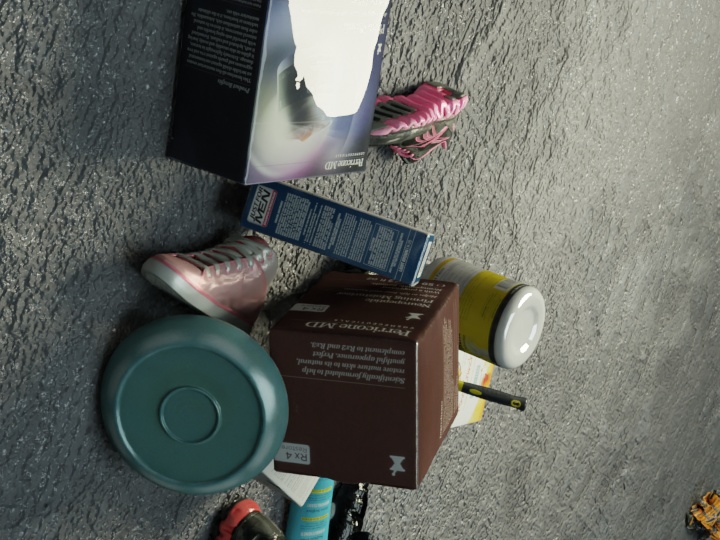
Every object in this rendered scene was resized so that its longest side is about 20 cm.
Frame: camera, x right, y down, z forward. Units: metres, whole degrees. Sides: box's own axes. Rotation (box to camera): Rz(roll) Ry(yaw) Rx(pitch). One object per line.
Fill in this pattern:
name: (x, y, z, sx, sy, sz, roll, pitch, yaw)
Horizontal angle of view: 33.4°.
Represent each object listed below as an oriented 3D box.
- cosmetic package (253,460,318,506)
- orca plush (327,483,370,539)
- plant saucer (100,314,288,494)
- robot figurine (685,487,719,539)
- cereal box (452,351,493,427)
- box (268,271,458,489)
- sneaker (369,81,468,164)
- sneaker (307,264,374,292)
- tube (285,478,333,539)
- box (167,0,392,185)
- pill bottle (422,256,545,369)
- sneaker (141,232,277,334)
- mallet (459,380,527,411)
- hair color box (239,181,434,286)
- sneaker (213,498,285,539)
cosmetic package: (-0.126, 0.182, 1.376, 0.082, 0.112, 0.200, -58, 143, -16)
orca plush: (-0.004, 0.354, 1.665, 0.201, 0.071, 0.105, -59, 144, -15)
plant saucer: (-0.173, 0.145, 1.231, 0.027, 0.197, 0.203, -80, 178, -72)
robot figurine: (0.903, 0.625, 3.015, 0.145, 0.058, 0.200, -44, 128, 7)
cereal box: (0.130, 0.164, 1.781, 0.199, 0.039, 0.146, -4, 110, -53)
box: (0.010, 0.113, 1.309, 0.200, 0.164, 0.166, -45, 138, -66)
sneaker: (0.060, -0.171, 1.496, 0.199, 0.079, 0.096, -22, 135, -46)
sneaker: (0.000, 0.000, 1.492, 0.198, 0.076, 0.116, -9, 107, -50)
tube: (-0.070, 0.336, 1.590, 0.076, 0.050, 0.202, -1, 114, -23)
box: (-0.079, -0.203, 1.235, 0.199, 0.122, 0.201, -13, 118, -50)
pill bottle: (0.136, 0.047, 1.588, 0.112, 0.199, 0.113, -29, 129, -43)
sneaker: (-0.153, -0.004, 1.272, 0.105, 0.075, 0.200, -61, 153, -5)
mallet: (0.131, 0.168, 1.669, 0.041, 0.198, 0.067, -62, 175, -77)
hair color box: (-0.023, -0.044, 1.305, 0.100, 0.198, 0.061, -6, 116, -83)
sneaker: (-0.145, 0.387, 1.465, 0.071, 0.097, 0.203, 8, 101, -57)
